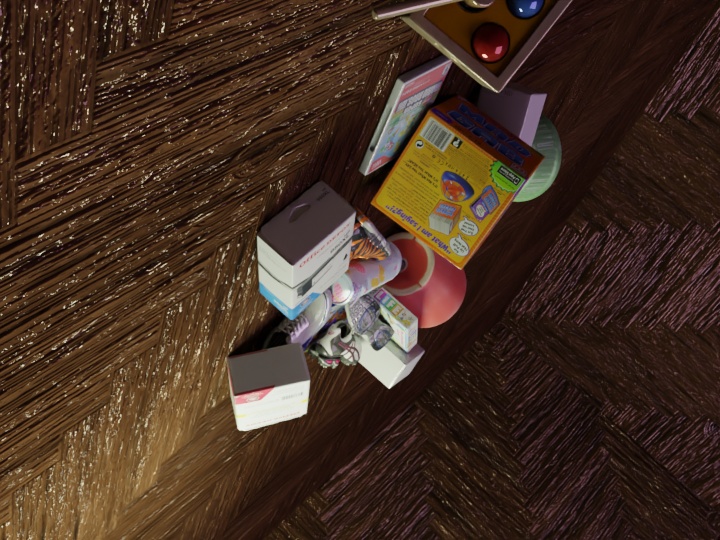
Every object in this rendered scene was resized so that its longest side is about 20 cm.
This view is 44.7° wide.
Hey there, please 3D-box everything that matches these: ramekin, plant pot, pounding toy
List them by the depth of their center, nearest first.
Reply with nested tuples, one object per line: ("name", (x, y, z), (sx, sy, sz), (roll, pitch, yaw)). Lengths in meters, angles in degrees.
("pounding toy", (0.141, -0.345, 1.138), (0.184, 0.200, 0.142), (-52, -167, 11))
("ramekin", (0.301, -0.237, 1.796), (0.097, 0.200, 0.200), (-15, 144, -52))
("plant pot", (0.117, 0.010, 1.918), (0.201, 0.200, 0.177), (-49, 154, 1))

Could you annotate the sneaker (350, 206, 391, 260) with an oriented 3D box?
("sneaker", (-0.015, -0.043, 1.635), (0.112, 0.078, 0.200), (-44, 154, 0))

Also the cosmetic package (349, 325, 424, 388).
("cosmetic package", (0.035, 0.163, 2.009), (0.107, 0.200, 0.085), (-22, 149, -57))

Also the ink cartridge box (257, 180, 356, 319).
("ink cartridge box", (-0.089, -0.029, 1.419), (0.145, 0.084, 0.200), (-43, 163, -22))

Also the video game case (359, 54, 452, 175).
("video game case", (0.075, -0.258, 1.447), (0.143, 0.017, 0.200), (-36, 160, -41))

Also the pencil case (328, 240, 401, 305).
("pencil case", (0.000, 0.000, 1.737), (0.200, 0.090, 0.084), (-29, 138, -52))

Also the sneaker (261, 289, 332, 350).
("sneaker", (-0.123, 0.110, 1.685), (0.200, 0.073, 0.071), (-56, 166, 27))

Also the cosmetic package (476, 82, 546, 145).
("cosmetic package", (0.271, -0.257, 1.686), (0.085, 0.107, 0.201), (-22, 129, -55))

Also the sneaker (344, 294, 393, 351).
("sneaker", (0.000, 0.097, 1.831), (0.074, 0.087, 0.200), (-43, 145, -11))

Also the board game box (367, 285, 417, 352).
("board game box", (0.063, 0.099, 1.884), (0.034, 0.134, 0.200), (-45, 165, -12))

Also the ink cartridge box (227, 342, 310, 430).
("ink cartridge box", (-0.179, 0.227, 1.693), (0.144, 0.084, 0.200), (-12, 154, -13))

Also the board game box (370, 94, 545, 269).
("board game box", (0.176, -0.162, 1.556), (0.200, 0.200, 0.200), (-56, 173, 27))

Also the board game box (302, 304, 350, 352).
("board game box", (-0.059, 0.091, 1.867), (0.135, 0.045, 0.200), (-57, 163, 26))

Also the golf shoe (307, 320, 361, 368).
("golf shoe", (-0.034, 0.153, 1.865), (0.088, 0.077, 0.200), (-59, 164, 12))
